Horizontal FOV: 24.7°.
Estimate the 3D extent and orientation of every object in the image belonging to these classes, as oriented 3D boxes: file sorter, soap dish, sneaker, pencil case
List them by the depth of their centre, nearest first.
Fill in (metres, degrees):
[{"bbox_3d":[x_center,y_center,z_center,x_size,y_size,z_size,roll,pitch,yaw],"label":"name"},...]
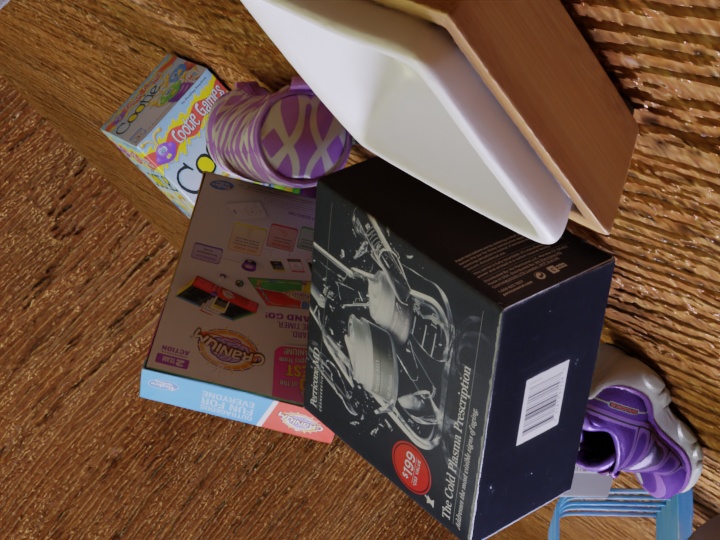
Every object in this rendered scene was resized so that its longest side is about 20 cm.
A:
[{"bbox_3d":[0.037,-0.107,0.817,0.157,0.081,0.200,48,170,-37],"label":"soap dish"},{"bbox_3d":[0.200,0.128,1.263,0.081,0.083,0.200,36,171,39],"label":"sneaker"},{"bbox_3d":[-0.070,-0.112,1.323,0.200,0.083,0.086,-168,69,-70],"label":"pencil case"},{"bbox_3d":[0.236,0.276,1.512,0.122,0.140,0.200,1,165,5],"label":"file sorter"}]

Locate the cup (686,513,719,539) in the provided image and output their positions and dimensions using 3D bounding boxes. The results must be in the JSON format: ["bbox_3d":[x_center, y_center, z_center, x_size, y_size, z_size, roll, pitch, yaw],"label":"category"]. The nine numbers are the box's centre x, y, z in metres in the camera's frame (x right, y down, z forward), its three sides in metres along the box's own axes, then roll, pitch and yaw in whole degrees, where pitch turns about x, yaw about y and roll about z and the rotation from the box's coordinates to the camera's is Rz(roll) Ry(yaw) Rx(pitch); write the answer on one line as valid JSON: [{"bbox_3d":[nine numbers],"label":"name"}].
[{"bbox_3d":[0.298,0.254,1.186,0.200,0.200,0.144,47,-164,-32],"label":"cup"}]

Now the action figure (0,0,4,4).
[{"bbox_3d":[-0.289,-0.254,1.288,0.199,0.193,0.105,23,123,30],"label":"action figure"}]

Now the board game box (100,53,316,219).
[{"bbox_3d":[-0.138,-0.100,1.609,0.200,0.105,0.103,46,171,-30],"label":"board game box"}]

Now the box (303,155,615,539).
[{"bbox_3d":[0.059,0.046,1.113,0.182,0.104,0.201,36,135,38],"label":"box"}]

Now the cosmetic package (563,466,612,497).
[{"bbox_3d":[0.116,0.129,1.411,0.199,0.091,0.107,19,-172,42],"label":"cosmetic package"}]

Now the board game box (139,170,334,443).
[{"bbox_3d":[-0.074,0.025,1.277,0.152,0.201,0.040,14,142,-1],"label":"board game box"}]

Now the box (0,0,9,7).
[{"bbox_3d":[-0.369,-0.324,1.450,0.199,0.131,0.200,44,171,-15],"label":"box"}]
